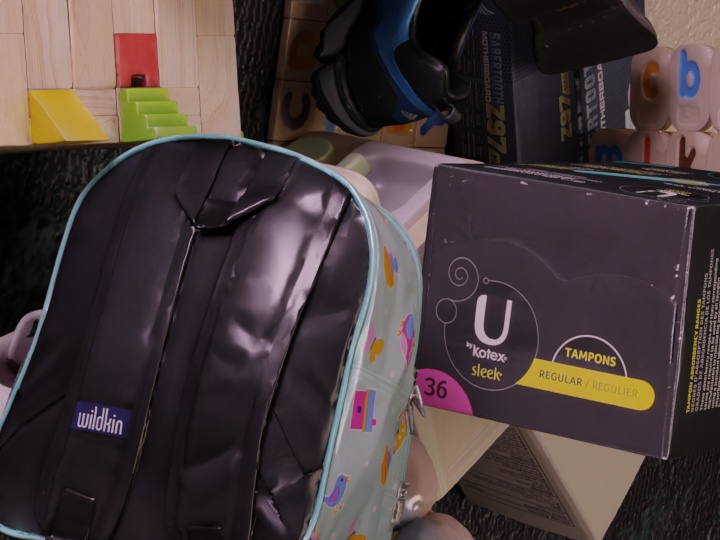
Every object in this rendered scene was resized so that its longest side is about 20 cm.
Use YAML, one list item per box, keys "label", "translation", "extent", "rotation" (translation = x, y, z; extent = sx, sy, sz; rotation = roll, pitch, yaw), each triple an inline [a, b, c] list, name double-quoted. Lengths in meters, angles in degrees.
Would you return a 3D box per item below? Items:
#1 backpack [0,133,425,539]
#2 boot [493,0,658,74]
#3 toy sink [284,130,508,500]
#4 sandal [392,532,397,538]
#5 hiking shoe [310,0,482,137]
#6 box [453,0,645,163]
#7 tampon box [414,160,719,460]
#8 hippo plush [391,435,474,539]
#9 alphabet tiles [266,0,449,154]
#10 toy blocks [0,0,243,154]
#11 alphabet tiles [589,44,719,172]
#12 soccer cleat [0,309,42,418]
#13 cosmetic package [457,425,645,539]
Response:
- label: "backpack"
  translation: [-0.058, 0.043, 1.196]
  extent: [0.153, 0.176, 0.200]
  rotation: [17, 84, -64]
- label: "boot"
  translation: [0.104, -0.210, 1.448]
  extent: [0.200, 0.069, 0.174]
  rotation: [39, 40, -66]
- label: "toy sink"
  translation: [0.000, 0.000, 1.391]
  extent: [0.112, 0.130, 0.200]
  rotation: [-44, 132, -38]
- label: "sandal"
  translation: [0.049, 0.209, 1.591]
  extent: [0.087, 0.079, 0.200]
  rotation: [-57, 148, -32]
- label: "hiking shoe"
  translation: [0.034, -0.168, 1.410]
  extent: [0.074, 0.087, 0.200]
  rotation: [21, 70, -53]
- label: "box"
  translation: [0.114, -0.125, 1.584]
  extent: [0.158, 0.051, 0.200]
  rotation: [-32, 125, -48]
- label: "tampon box"
  translation: [0.144, 0.015, 1.354]
  extent: [0.200, 0.150, 0.126]
  rotation: [-5, 103, -55]
- label: "hippo plush"
  translation: [-0.031, 0.184, 1.355]
  extent: [0.200, 0.159, 0.161]
  rotation: [-62, 179, -26]
- label: "alphabet tiles"
  translation: [0.005, -0.103, 1.481]
  extent: [0.167, 0.008, 0.200]
  rotation: [-1, 102, -54]
- label: "toy blocks"
  translation: [-0.131, -0.125, 1.224]
  extent: [0.200, 0.100, 0.137]
  rotation: [-4, 91, -44]
- label: "alphabet tiles"
  translation: [0.189, -0.030, 1.505]
  extent: [0.015, 0.200, 0.196]
  rotation: [-1, 94, -28]
- label: "soccer cleat"
  translation: [-0.137, 0.066, 1.280]
  extent: [0.200, 0.070, 0.086]
  rotation: [12, 94, -54]
- label: "cosmetic package"
  translation: [0.090, 0.065, 1.566]
  extent: [0.087, 0.103, 0.200]
  rotation: [-58, 144, -23]
